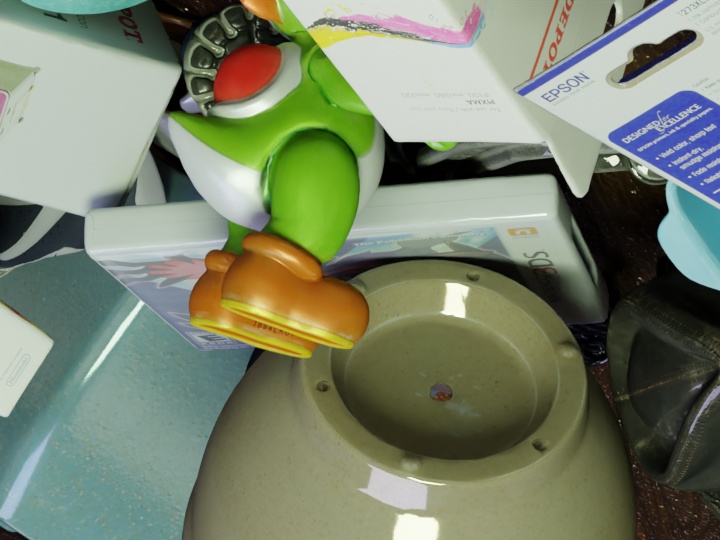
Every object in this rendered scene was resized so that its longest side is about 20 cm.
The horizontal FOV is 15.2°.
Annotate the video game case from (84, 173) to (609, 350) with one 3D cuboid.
[{"bbox_3d":[0.000,0.000,1.176,0.198,0.023,0.182,-4,164,11],"label":"video game case"}]

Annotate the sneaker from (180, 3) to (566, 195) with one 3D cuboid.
[{"bbox_3d":[0.006,-0.069,1.225,0.199,0.079,0.089,29,-174,-20],"label":"sneaker"}]

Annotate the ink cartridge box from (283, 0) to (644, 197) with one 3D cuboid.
[{"bbox_3d":[0.028,-0.123,0.936,0.067,0.117,0.200,2,149,33],"label":"ink cartridge box"}]

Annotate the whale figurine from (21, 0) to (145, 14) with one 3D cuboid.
[{"bbox_3d":[-0.137,-0.165,1.101,0.159,0.104,0.200,30,176,-36],"label":"whale figurine"}]

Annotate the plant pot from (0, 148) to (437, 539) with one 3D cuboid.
[{"bbox_3d":[-0.119,0.058,1.439,0.196,0.200,0.196,40,177,-36],"label":"plant pot"}]

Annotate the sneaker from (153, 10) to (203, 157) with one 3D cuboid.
[{"bbox_3d":[-0.042,-0.063,1.290,0.199,0.073,0.085,28,165,11],"label":"sneaker"}]

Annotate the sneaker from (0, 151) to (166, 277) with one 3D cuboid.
[{"bbox_3d":[-0.186,-0.083,1.278,0.079,0.129,0.200,36,151,54],"label":"sneaker"}]

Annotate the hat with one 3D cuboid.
[{"bbox_3d":[0.150,0.038,1.098,0.080,0.202,0.200,-6,178,-27],"label":"hat"}]

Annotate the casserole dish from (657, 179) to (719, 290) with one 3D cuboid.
[{"bbox_3d":[0.202,-0.036,0.952,0.199,0.039,0.121,-12,143,25],"label":"casserole dish"}]

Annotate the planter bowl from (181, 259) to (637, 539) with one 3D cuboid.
[{"bbox_3d":[0.028,0.082,1.129,0.199,0.201,0.135,25,139,14],"label":"planter bowl"}]

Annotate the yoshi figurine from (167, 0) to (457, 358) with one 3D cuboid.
[{"bbox_3d":[0.003,-0.066,1.042,0.112,0.201,0.112,9,169,23],"label":"yoshi figurine"}]

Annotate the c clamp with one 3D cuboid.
[{"bbox_3d":[0.111,-0.049,1.071,0.170,0.027,0.200,-5,180,-14],"label":"c clamp"}]

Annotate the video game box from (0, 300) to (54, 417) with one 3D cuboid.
[{"bbox_3d":[-0.240,-0.015,1.195,0.182,0.047,0.200,34,175,-21],"label":"video game box"}]

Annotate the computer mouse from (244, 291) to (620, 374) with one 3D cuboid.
[{"bbox_3d":[0.037,0.026,1.327,0.198,0.053,0.138,-9,170,8],"label":"computer mouse"}]

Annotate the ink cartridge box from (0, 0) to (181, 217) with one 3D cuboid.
[{"bbox_3d":[-0.189,-0.110,1.134,0.199,0.085,0.145,16,-153,-27],"label":"ink cartridge box"}]

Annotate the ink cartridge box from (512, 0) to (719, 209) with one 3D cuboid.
[{"bbox_3d":[0.155,-0.046,0.878,0.199,0.037,0.095,25,144,-30],"label":"ink cartridge box"}]
